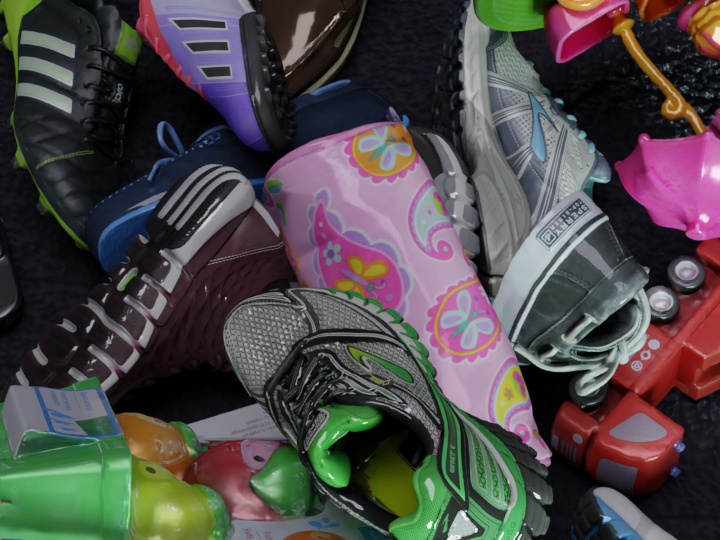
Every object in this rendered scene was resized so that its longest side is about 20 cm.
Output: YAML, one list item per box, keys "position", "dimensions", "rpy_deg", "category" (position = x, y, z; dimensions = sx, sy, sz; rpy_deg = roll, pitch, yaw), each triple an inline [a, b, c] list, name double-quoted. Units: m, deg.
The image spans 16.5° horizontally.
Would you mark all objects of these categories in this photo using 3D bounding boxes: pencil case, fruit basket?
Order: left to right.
- position: [-0.084, 0.101, 1.186]
  dimensions: [0.199, 0.094, 0.185]
  rpy_deg: [-5, 15, -12]
  category: "fruit basket"
- position: [0.021, 0.024, 1.230]
  dimensions: [0.087, 0.087, 0.200]
  rpy_deg: [-23, 80, -12]
  category: "pencil case"

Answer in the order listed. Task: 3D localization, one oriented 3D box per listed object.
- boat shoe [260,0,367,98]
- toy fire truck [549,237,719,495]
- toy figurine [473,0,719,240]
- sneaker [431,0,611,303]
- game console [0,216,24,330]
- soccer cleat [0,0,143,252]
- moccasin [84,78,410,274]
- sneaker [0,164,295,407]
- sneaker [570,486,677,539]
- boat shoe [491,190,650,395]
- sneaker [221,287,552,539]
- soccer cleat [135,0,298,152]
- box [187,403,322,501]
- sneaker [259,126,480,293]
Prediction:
- position: [-0.026, -0.180, 1.465]
  dimensions: [0.075, 0.075, 0.203]
  rpy_deg: [21, 61, 15]
  category: "boat shoe"
- position: [0.210, 0.056, 1.318]
  dimensions: [0.141, 0.049, 0.200]
  rpy_deg: [34, 65, 21]
  category: "toy fire truck"
- position: [0.188, -0.108, 1.329]
  dimensions: [0.200, 0.150, 0.184]
  rpy_deg: [-24, 73, -7]
  category: "toy figurine"
- position: [0.092, -0.065, 1.398]
  dimensions: [0.086, 0.078, 0.201]
  rpy_deg: [0, 63, -13]
  category: "sneaker"
- position: [-0.295, -0.054, 1.371]
  dimensions: [0.172, 0.119, 0.200]
  rpy_deg: [-17, 58, -8]
  category: "game console"
- position: [-0.159, -0.102, 1.418]
  dimensions: [0.081, 0.068, 0.200]
  rpy_deg: [-28, 54, 19]
  category: "soccer cleat"
- position: [-0.068, -0.051, 1.394]
  dimensions: [0.200, 0.081, 0.068]
  rpy_deg: [-19, 52, -26]
  category: "moccasin"
- position: [-0.098, 0.051, 1.319]
  dimensions: [0.200, 0.115, 0.076]
  rpy_deg: [-49, 30, 0]
  category: "sneaker"
- position: [0.187, 0.179, 1.235]
  dimensions: [0.087, 0.075, 0.200]
  rpy_deg: [-31, 68, -26]
  category: "sneaker"
- position: [0.111, 0.020, 1.247]
  dimensions: [0.074, 0.199, 0.068]
  rpy_deg: [-42, 79, -16]
  category: "boat shoe"
- position: [-0.001, 0.062, 1.134]
  dimensions: [0.200, 0.085, 0.078]
  rpy_deg: [35, 103, 42]
  category: "sneaker"
- position: [-0.086, -0.126, 1.381]
  dimensions: [0.073, 0.068, 0.200]
  rpy_deg: [-20, 44, 1]
  category: "soccer cleat"
- position: [-0.047, 0.163, 1.270]
  dimensions: [0.144, 0.036, 0.200]
  rpy_deg: [-16, 57, -8]
  category: "box"
- position: [0.000, 0.000, 1.312]
  dimensions: [0.115, 0.075, 0.200]
  rpy_deg: [12, 55, -27]
  category: "sneaker"
